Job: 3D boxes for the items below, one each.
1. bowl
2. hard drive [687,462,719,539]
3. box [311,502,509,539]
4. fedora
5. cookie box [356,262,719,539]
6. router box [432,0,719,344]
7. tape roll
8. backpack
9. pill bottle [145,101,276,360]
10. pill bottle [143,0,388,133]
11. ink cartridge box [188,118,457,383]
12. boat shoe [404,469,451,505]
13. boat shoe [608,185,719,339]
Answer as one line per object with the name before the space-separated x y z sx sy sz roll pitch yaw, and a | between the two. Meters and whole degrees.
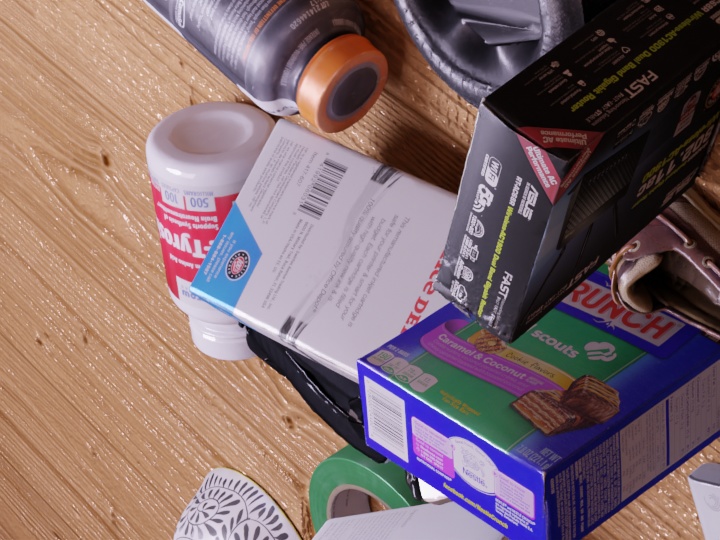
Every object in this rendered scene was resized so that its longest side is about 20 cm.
bowl | -0.134 0.311 1.866 0.200 0.094 0.202 35 140 36
hard drive | 0.298 0.231 1.231 0.131 0.026 0.202 7 121 54
box | 0.060 0.276 1.464 0.199 0.106 0.153 -14 106 30
fedora | 0.095 -0.189 1.111 0.201 0.091 0.202 46 149 38
cookie box | 0.127 0.074 1.181 0.171 0.199 0.076 29 136 40
router box | 0.136 -0.070 1.045 0.062 0.200 0.151 38 144 21
tape roll | 0.036 0.243 1.603 0.200 0.048 0.202 35 141 35
backpack | 0.001 0.054 1.427 0.200 0.152 0.164 -122 29 -45
pill bottle | -0.113 -0.030 1.533 0.112 0.112 0.201 30 138 40
pill bottle | -0.069 -0.185 1.344 0.200 0.106 0.107 43 145 27
ink cartridge box | 0.000 0.000 1.314 0.199 0.147 0.084 26 173 28
boat shoe | 0.135 0.125 1.351 0.199 0.092 0.075 -18 74 33
boat shoe | 0.187 -0.008 1.148 0.200 0.072 0.073 37 142 34
